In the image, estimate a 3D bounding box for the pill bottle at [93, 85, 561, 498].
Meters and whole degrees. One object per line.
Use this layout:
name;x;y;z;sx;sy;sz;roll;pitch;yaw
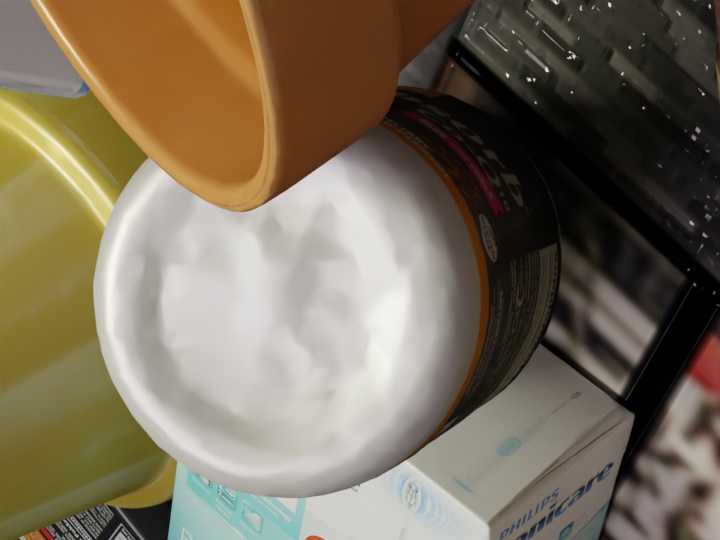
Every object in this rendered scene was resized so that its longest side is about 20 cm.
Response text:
pill bottle;0.000;0.000;0.873;0.116;0.200;0.117;2;96;14

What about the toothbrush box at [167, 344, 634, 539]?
toothbrush box;0.007;0.097;1.055;0.146;0.085;0.201;38;140;24

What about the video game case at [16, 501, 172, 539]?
video game case;-0.153;0.117;1.315;0.200;0.025;0.181;49;145;8

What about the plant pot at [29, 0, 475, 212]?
plant pot;-0.020;-0.135;0.724;0.200;0.140;0.200;52;162;25

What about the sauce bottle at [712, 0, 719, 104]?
sauce bottle;0.131;-0.059;0.772;0.066;0.066;0.201;29;148;33

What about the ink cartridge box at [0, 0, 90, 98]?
ink cartridge box;-0.180;-0.162;0.938;0.200;0.145;0.148;30;109;53

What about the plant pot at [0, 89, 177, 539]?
plant pot;-0.155;0.027;1.102;0.200;0.189;0.202;31;139;31
